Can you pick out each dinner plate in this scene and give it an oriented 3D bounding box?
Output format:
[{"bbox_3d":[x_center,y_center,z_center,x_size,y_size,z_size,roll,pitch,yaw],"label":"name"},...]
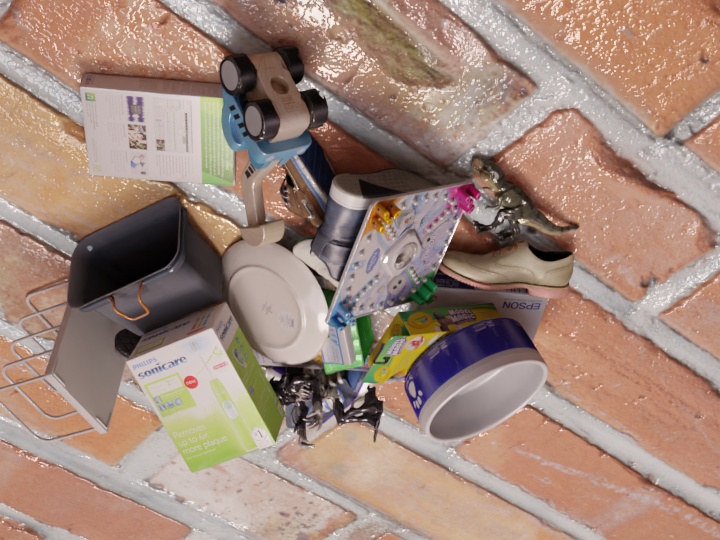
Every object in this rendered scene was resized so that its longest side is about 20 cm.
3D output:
[{"bbox_3d":[-0.133,0.050,1.618,0.198,0.024,0.203,16,124,25],"label":"dinner plate"}]

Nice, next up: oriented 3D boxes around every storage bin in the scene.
[{"bbox_3d":[-0.294,0.014,1.589,0.198,0.147,0.134,-23,139,22],"label":"storage bin"}]

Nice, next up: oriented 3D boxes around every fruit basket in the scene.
[{"bbox_3d":[-0.085,0.083,1.668,0.197,0.094,0.187,0,128,12],"label":"fruit basket"}]

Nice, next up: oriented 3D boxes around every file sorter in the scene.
[{"bbox_3d":[-0.438,0.132,1.653,0.123,0.202,0.139,-17,131,20],"label":"file sorter"}]

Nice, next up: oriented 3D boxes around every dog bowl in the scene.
[{"bbox_3d":[0.165,0.158,1.606,0.198,0.079,0.201,-21,149,-13],"label":"dog bowl"}]

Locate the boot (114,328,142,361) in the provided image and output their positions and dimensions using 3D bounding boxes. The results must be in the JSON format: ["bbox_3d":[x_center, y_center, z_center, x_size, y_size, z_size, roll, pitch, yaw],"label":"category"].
[{"bbox_3d":[-0.299,0.153,1.729,0.198,0.070,0.132,9,135,-31],"label":"boot"}]

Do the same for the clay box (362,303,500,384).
[{"bbox_3d":[0.097,0.104,1.598,0.198,0.048,0.115,-3,141,-33],"label":"clay box"}]

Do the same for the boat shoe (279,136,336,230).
[{"bbox_3d":[-0.069,-0.107,1.504,0.072,0.073,0.201,-17,129,24],"label":"boat shoe"}]

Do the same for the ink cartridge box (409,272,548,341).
[{"bbox_3d":[0.167,0.090,1.699,0.193,0.044,0.202,3,133,-7],"label":"ink cartridge box"}]

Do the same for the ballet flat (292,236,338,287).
[{"bbox_3d":[0.000,0.000,1.562,0.198,0.070,0.070,11,135,-30],"label":"ballet flat"}]

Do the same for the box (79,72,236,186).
[{"bbox_3d":[-0.260,-0.182,1.463,0.197,0.037,0.146,5,133,-2],"label":"box"}]

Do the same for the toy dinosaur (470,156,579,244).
[{"bbox_3d":[0.209,-0.077,1.546,0.199,0.048,0.088,32,120,-30],"label":"toy dinosaur"}]

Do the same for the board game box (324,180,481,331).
[{"bbox_3d":[0.059,-0.018,1.484,0.198,0.026,0.202,-14,136,-43],"label":"board game box"}]

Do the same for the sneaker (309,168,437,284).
[{"bbox_3d":[0.019,-0.055,1.489,0.200,0.077,0.148,-5,126,-41],"label":"sneaker"}]

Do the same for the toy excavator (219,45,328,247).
[{"bbox_3d":[-0.123,-0.153,1.405,0.099,0.196,0.200,-19,166,-35],"label":"toy excavator"}]

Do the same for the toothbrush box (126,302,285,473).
[{"bbox_3d":[-0.218,0.169,1.608,0.144,0.086,0.202,-20,109,16],"label":"toothbrush box"}]

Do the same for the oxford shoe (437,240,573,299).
[{"bbox_3d":[0.207,-0.014,1.599,0.197,0.071,0.075,7,116,-9],"label":"oxford shoe"}]

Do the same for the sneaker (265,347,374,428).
[{"bbox_3d":[-0.074,0.172,1.762,0.145,0.081,0.200,20,137,-23],"label":"sneaker"}]

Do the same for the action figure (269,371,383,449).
[{"bbox_3d":[-0.066,0.208,1.684,0.197,0.103,0.119,11,155,1],"label":"action figure"}]
